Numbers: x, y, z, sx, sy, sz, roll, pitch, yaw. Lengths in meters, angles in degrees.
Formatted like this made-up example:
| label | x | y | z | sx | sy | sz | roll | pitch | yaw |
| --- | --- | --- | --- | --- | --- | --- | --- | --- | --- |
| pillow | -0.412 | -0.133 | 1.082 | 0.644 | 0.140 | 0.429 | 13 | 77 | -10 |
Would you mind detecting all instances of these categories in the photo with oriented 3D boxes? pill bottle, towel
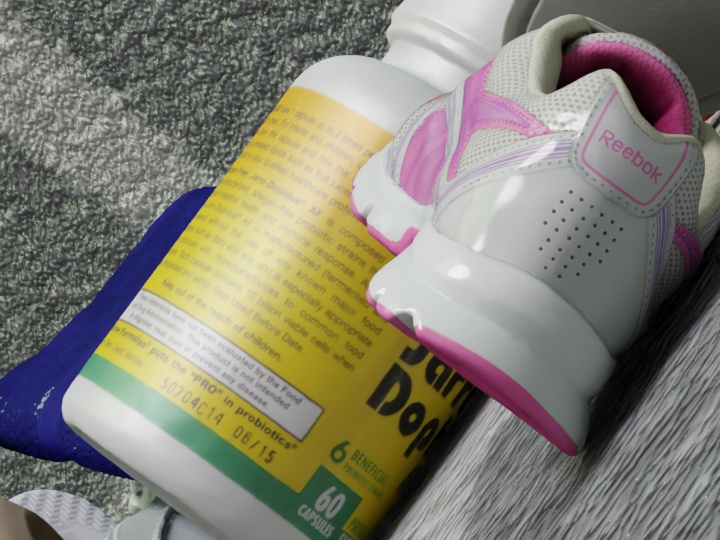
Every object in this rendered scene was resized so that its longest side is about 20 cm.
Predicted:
| label | x | y | z | sx | sy | sz | roll | pitch | yaw |
| --- | --- | --- | --- | --- | --- | --- | --- | --- | --- |
| pill bottle | 0.000 | 0.000 | 0.988 | 0.200 | 0.113 | 0.113 | -54 | 3 | -8 |
| towel | -0.061 | 0.027 | 1.150 | 0.148 | 0.050 | 0.200 | -47 | 19 | -17 |

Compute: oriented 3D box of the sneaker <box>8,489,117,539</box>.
| label | x | y | z | sx | sy | sz | roll | pitch | yaw |
| --- | --- | --- | --- | --- | --- | --- | --- | --- | --- |
| sneaker | -0.140 | 0.182 | 1.107 | 0.114 | 0.075 | 0.200 | -55 | 21 | 40 |

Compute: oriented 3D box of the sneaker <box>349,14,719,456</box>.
| label | x | y | z | sx | sy | sz | roll | pitch | yaw |
| --- | --- | --- | --- | --- | --- | --- | --- | --- | --- |
| sneaker | 0.055 | -0.021 | 0.768 | 0.088 | 0.081 | 0.200 | -52 | 11 | 9 |

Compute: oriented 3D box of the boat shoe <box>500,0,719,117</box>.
| label | x | y | z | sx | sy | sz | roll | pitch | yaw |
| --- | --- | --- | --- | --- | --- | --- | --- | --- | --- |
| boat shoe | 0.110 | -0.109 | 0.805 | 0.200 | 0.074 | 0.060 | -47 | 17 | 46 |

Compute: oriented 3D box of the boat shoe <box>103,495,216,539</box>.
| label | x | y | z | sx | sy | sz | roll | pitch | yaw |
| --- | --- | --- | --- | --- | --- | --- | --- | --- | --- |
| boat shoe | -0.051 | 0.095 | 1.107 | 0.072 | 0.070 | 0.201 | -56 | 0 | 9 |

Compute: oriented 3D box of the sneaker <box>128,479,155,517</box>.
| label | x | y | z | sx | sy | sz | roll | pitch | yaw |
| --- | --- | --- | --- | --- | --- | --- | --- | --- | --- |
| sneaker | -0.067 | 0.095 | 1.282 | 0.200 | 0.081 | 0.077 | -53 | 4 | 37 |

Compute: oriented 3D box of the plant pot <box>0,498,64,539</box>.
| label | x | y | z | sx | sy | sz | roll | pitch | yaw |
| --- | --- | --- | --- | --- | --- | --- | --- | --- | --- |
| plant pot | -0.099 | 0.136 | 0.515 | 0.174 | 0.200 | 0.200 | -35 | 2 | -3 |

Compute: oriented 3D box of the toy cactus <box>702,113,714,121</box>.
| label | x | y | z | sx | sy | sz | roll | pitch | yaw |
| --- | --- | --- | --- | --- | --- | --- | --- | --- | --- |
| toy cactus | 0.125 | -0.135 | 0.921 | 0.165 | 0.102 | 0.200 | -40 | -18 | -56 |
